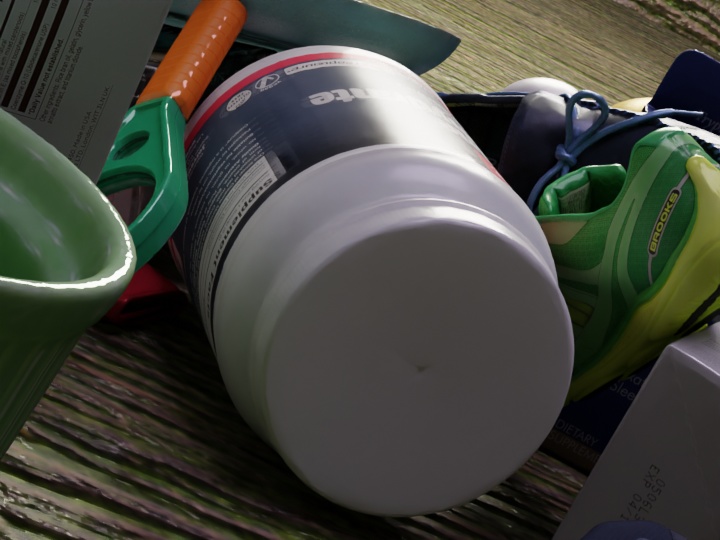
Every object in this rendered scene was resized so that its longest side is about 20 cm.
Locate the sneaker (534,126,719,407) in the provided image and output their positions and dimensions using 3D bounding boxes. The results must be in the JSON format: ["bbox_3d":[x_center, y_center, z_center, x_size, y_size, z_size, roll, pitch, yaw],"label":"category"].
[{"bbox_3d":[0.106,0.000,1.012,0.074,0.200,0.084,-23,77,-32],"label":"sneaker"}]

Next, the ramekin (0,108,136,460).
[{"bbox_3d":[-0.178,-0.007,0.737,0.199,0.098,0.200,28,14,-8],"label":"ramekin"}]

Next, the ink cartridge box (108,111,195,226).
[{"bbox_3d":[-0.111,-0.068,1.161,0.199,0.057,0.162,16,16,42],"label":"ink cartridge box"}]

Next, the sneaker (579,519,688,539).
[{"bbox_3d":[0.140,0.162,0.829,0.202,0.077,0.146,27,17,-6],"label":"sneaker"}]

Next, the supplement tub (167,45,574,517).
[{"bbox_3d":[0.000,0.000,0.981,0.140,0.141,0.200,24,15,-22],"label":"supplement tub"}]

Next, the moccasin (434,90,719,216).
[{"bbox_3d":[0.082,-0.042,1.081,0.199,0.081,0.068,5,-17,41],"label":"moccasin"}]

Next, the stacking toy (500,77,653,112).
[{"bbox_3d":[0.148,-0.037,1.193,0.199,0.147,0.146,26,14,-16],"label":"stacking toy"}]

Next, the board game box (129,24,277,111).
[{"bbox_3d":[-0.156,-0.110,1.139,0.199,0.028,0.135,14,13,19],"label":"board game box"}]

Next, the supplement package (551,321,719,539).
[{"bbox_3d":[0.172,0.101,1.014,0.119,0.122,0.200,33,15,15],"label":"supplement package"}]

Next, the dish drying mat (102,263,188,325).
[{"bbox_3d":[-0.167,-0.036,1.029,0.199,0.018,0.077,33,15,15],"label":"dish drying mat"}]

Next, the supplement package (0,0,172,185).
[{"bbox_3d":[-0.203,-0.110,0.907,0.199,0.148,0.191,17,20,-25],"label":"supplement package"}]

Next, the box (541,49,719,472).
[{"bbox_3d":[0.153,0.009,1.132,0.121,0.201,0.032,28,16,-5],"label":"box"}]

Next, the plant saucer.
[{"bbox_3d":[-0.050,-0.123,1.150,0.199,0.028,0.200,14,2,0],"label":"plant saucer"}]

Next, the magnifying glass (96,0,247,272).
[{"bbox_3d":[-0.090,-0.052,0.989,0.022,0.079,0.200,58,35,-29],"label":"magnifying glass"}]
